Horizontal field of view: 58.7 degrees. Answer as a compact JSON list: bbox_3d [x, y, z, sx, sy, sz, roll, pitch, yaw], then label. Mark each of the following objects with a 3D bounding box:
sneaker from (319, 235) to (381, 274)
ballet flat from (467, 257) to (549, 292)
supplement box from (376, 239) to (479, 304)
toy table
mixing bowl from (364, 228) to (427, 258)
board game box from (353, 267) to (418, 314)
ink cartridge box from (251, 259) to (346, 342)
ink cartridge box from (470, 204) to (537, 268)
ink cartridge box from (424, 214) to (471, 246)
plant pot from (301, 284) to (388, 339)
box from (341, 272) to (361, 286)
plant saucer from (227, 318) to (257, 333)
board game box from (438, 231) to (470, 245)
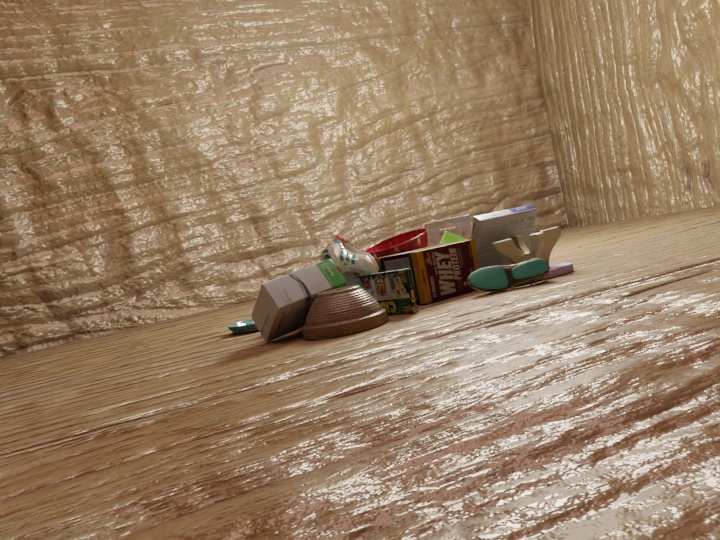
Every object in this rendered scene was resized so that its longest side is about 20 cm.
[{"bbox_3d":[-0.029,-0.014,1.674,0.093,0.071,0.199,-42,50,-17],"label":"sneaker"},{"bbox_3d":[0.360,0.021,1.559,0.197,0.071,0.065,-9,-25,7],"label":"ballet flat"},{"bbox_3d":[0.184,0.007,1.724,0.195,0.135,0.199,-13,2,-28],"label":"supplement box"},{"bbox_3d":[0.444,-0.037,1.658,0.198,0.119,0.184,-14,3,-18],"label":"toy table"},{"bbox_3d":[0.122,-0.041,1.913,0.198,0.110,0.200,-19,10,4],"label":"mixing bowl"},{"bbox_3d":[0.059,0.056,1.556,0.023,0.106,0.199,-17,5,-37],"label":"board game box"},{"bbox_3d":[-0.149,0.071,1.533,0.199,0.084,0.147,-20,-28,-34],"label":"ink cartridge box"},{"bbox_3d":[0.388,-0.069,1.769,0.194,0.202,0.043,-13,33,-25],"label":"ink cartridge box"},{"bbox_3d":[0.305,-0.071,2.112,0.158,0.203,0.047,-11,3,21],"label":"ink cartridge box"},{"bbox_3d":[-0.042,0.088,1.451,0.198,0.094,0.201,-12,1,0],"label":"plant pot"},{"bbox_3d":[-0.082,0.074,1.672,0.198,0.120,0.042,-13,-29,-9],"label":"box"},{"bbox_3d":[-0.296,0.157,1.910,0.198,0.028,0.200,-11,2,0],"label":"plant saucer"},{"bbox_3d":[0.322,-0.040,1.861,0.198,0.096,0.030,20,-30,16],"label":"board game box"}]
